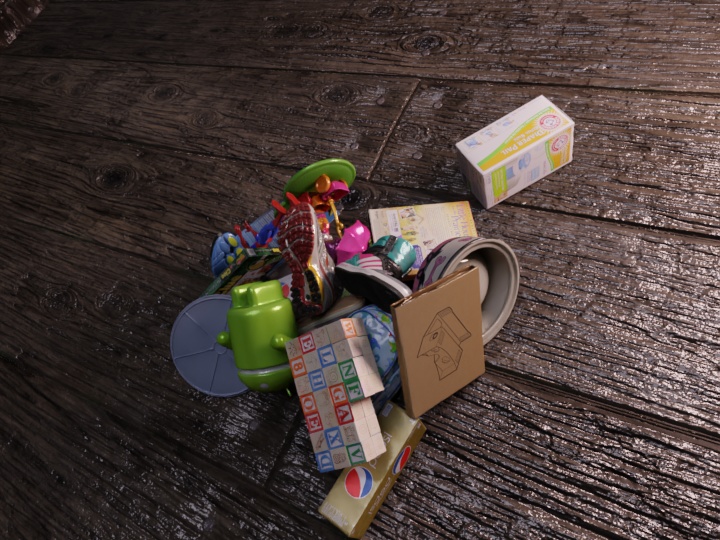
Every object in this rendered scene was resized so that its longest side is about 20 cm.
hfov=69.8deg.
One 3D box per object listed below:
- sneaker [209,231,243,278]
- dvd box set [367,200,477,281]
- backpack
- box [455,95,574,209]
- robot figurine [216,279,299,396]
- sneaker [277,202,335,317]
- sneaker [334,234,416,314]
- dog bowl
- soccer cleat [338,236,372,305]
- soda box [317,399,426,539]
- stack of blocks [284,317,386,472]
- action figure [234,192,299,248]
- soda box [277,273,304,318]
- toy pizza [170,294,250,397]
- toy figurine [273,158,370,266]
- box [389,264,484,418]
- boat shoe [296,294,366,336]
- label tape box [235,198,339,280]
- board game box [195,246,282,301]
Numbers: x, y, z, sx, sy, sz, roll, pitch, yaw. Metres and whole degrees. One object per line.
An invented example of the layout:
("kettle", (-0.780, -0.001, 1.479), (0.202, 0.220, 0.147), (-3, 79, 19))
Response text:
("sneaker", (-0.273, -0.019, 1.041), (0.071, 0.200, 0.083), (-29, 71, -19))
("dvd box set", (0.121, -0.056, 0.974), (0.200, 0.029, 0.147), (-7, 67, -7))
("backpack", (0.006, 0.152, 0.861), (0.200, 0.154, 0.163), (-40, 58, -6))
("box", (0.304, -0.232, 1.017), (0.200, 0.113, 0.101), (-29, 55, -1))
("robot figurine", (-0.165, 0.120, 0.900), (0.175, 0.116, 0.200), (-5, 97, 38))
("sneaker", (-0.091, -0.021, 0.918), (0.078, 0.082, 0.200), (-7, 90, 27))
("sneaker", (0.052, 0.001, 0.850), (0.121, 0.084, 0.200), (-36, 29, -19))
("dog bowl", (0.171, 0.033, 0.862), (0.200, 0.200, 0.074), (-47, 38, -11))
("soccer cleat", (0.000, 0.000, 1.015), (0.084, 0.065, 0.200), (7, 63, 26))
("soda box", (0.022, 0.312, 0.813), (0.064, 0.068, 0.200), (26, 71, 30))
("stack of blocks", (-0.028, 0.183, 0.771), (0.115, 0.059, 0.200), (-24, 76, 29))
("action figure", (-0.199, -0.086, 1.001), (0.099, 0.200, 0.065), (44, 43, 8))
("soda box", (-0.181, 0.072, 1.037), (0.200, 0.064, 0.068), (-22, 55, 5))
("toy pizza", (-0.264, 0.143, 0.990), (0.200, 0.032, 0.201), (1, 97, 4))
("toy figurine", (-0.063, -0.078, 0.987), (0.200, 0.150, 0.184), (-36, 67, 30))
("box", (0.124, 0.110, 0.794), (0.163, 0.200, 0.021), (-25, 30, -28))
("boat shoe", (-0.065, 0.106, 0.953), (0.200, 0.065, 0.072), (-27, 10, 24))
("label tape box", (-0.149, -0.081, 1.117), (0.200, 0.063, 0.144), (-40, 57, -6))
("board game box", (-0.240, 0.020, 1.016), (0.200, 0.105, 0.023), (-41, 69, 31))
